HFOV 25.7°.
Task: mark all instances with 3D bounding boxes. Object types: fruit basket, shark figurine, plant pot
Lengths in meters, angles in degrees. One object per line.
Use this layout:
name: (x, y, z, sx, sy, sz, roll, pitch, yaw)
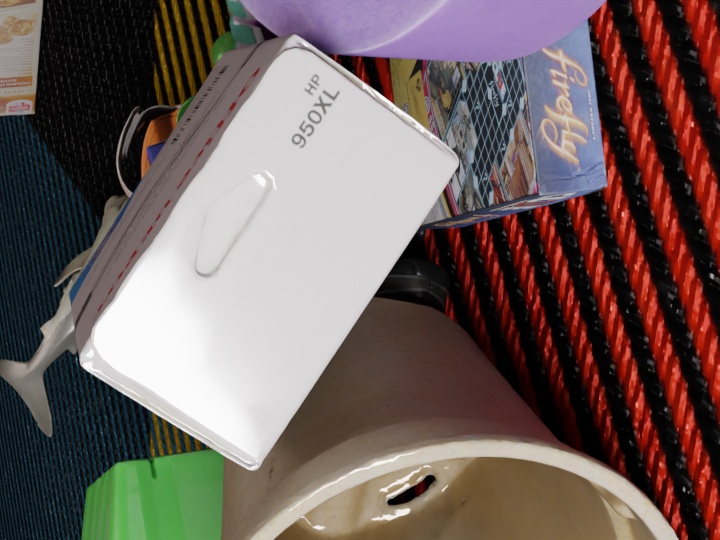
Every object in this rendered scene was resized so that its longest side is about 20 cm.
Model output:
fruit basket: (-0.080, 0.206, 0.888, 0.215, 0.154, 0.218, 174, 90, -73)
shark figurine: (-0.205, 0.027, 1.287, 0.128, 0.089, 0.216, -22, 37, 60)
plant pot: (0.016, 0.108, 0.675, 0.184, 0.199, 0.202, -112, 25, -61)

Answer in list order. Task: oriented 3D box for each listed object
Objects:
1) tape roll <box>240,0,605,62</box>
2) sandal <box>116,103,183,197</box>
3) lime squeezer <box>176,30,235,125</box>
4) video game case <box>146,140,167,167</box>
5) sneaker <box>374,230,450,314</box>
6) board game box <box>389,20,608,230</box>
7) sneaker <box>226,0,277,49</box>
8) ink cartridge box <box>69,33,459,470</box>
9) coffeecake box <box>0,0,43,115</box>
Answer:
tape roll: (0.024, -0.183, 0.612, 0.199, 0.085, 0.202, 6, 98, 48)
sandal: (-0.152, -0.091, 1.185, 0.206, 0.059, 0.080, 164, 100, -68)
lime squeezer: (-0.089, -0.102, 0.934, 0.070, 0.038, 0.201, 3, 65, 57)
video game case: (-0.076, 0.043, 0.992, 0.182, 0.045, 0.201, 84, 164, -44)
sneaker: (0.000, 0.000, 0.840, 0.083, 0.070, 0.200, -68, 25, 8)
board game box: (0.051, -0.125, 0.705, 0.135, 0.034, 0.202, 168, 96, -68)
sneaker: (-0.024, -0.144, 0.845, 0.200, 0.087, 0.075, 73, -157, -60)
ink cartridge box: (-0.051, -0.015, 0.667, 0.145, 0.084, 0.200, -57, 13, -1)
coffeecake box: (-0.402, -0.295, 1.740, 0.201, 0.072, 0.154, 106, 149, -43)
